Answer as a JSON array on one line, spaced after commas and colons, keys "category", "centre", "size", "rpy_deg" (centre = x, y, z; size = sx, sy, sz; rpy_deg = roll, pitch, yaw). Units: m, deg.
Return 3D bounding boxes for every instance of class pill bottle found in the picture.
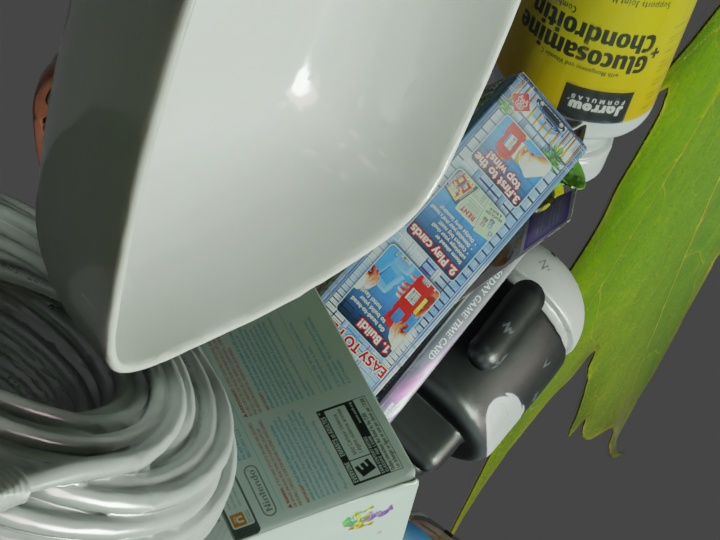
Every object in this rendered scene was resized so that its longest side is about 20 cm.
[{"category": "pill bottle", "centre": [0.149, -0.156, 1.023], "size": [0.112, 0.112, 0.200], "rpy_deg": [-37, 153, -42]}]

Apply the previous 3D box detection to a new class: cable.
[{"category": "cable", "centre": [-0.134, 0.036, 0.527], "size": [0.200, 0.200, 0.069], "rpy_deg": [13, 116, -49]}]

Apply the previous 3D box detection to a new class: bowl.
[{"category": "bowl", "centre": [-0.026, -0.082, 0.531], "size": [0.200, 0.075, 0.200], "rpy_deg": [-28, 148, -45]}]

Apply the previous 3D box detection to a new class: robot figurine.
[{"category": "robot figurine", "centre": [0.081, 0.060, 1.199], "size": [0.200, 0.150, 0.125], "rpy_deg": [-48, 131, -20]}]

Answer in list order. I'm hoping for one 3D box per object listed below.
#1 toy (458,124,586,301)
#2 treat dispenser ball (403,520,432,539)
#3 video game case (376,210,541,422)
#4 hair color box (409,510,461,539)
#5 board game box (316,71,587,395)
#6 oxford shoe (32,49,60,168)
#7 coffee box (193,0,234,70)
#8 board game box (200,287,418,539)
[{"category": "toy", "centre": [0.052, -0.022, 1.004], "size": [0.200, 0.047, 0.115], "rpy_deg": [-32, -158, 30]}, {"category": "treat dispenser ball", "centre": [-0.017, 0.273, 1.189], "size": [0.201, 0.201, 0.201], "rpy_deg": [-47, 159, -24]}, {"category": "video game case", "centre": [0.038, 0.020, 1.046], "size": [0.200, 0.019, 0.143], "rpy_deg": [-50, -159, -12]}, {"category": "hair color box", "centre": [0.051, 0.282, 1.514], "size": [0.061, 0.099, 0.200], "rpy_deg": [-58, 161, 4]}, {"category": "board game box", "centre": [0.000, 0.000, 0.880], "size": [0.200, 0.062, 0.200], "rpy_deg": [-52, -162, -30]}, {"category": "oxford shoe", "centre": [-0.092, -0.050, 0.704], "size": [0.200, 0.071, 0.074], "rpy_deg": [67, 17, -60]}, {"category": "coffee box", "centre": [-0.025, -0.186, 0.589], "size": [0.200, 0.080, 0.114], "rpy_deg": [-47, 159, -20]}, {"category": "board game box", "centre": [-0.099, 0.074, 0.648], "size": [0.200, 0.148, 0.064], "rpy_deg": [-16, 146, -20]}]
